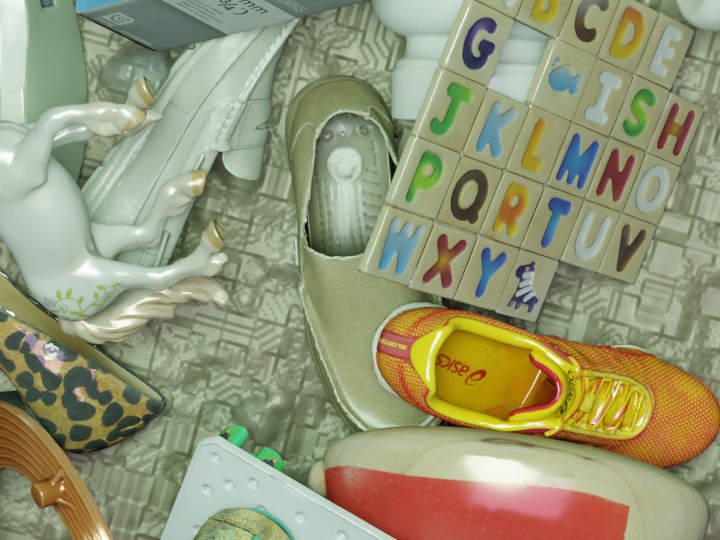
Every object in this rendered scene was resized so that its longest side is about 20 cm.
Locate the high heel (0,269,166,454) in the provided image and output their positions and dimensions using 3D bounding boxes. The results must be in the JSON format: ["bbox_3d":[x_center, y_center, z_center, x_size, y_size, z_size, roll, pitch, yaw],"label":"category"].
[{"bbox_3d":[-0.173,-0.002,1.066,0.142,0.071,0.200,0,110,7],"label":"high heel"}]

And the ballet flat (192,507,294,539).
[{"bbox_3d":[-0.088,0.195,1.021,0.071,0.071,0.200,26,129,-1],"label":"ballet flat"}]

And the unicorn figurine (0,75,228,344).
[{"bbox_3d":[-0.152,-0.041,1.002,0.137,0.074,0.200,-22,109,10],"label":"unicorn figurine"}]

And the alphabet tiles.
[{"bbox_3d":[0.095,-0.057,1.020,0.008,0.200,0.167,26,97,42],"label":"alphabet tiles"}]

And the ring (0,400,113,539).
[{"bbox_3d":[-0.159,0.161,1.030,0.019,0.200,0.201,-19,94,-30],"label":"ring"}]

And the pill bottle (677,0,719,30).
[{"bbox_3d":[0.260,-0.169,1.015,0.200,0.113,0.113,2,94,-7],"label":"pill bottle"}]

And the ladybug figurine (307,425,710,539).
[{"bbox_3d":[0.071,0.127,1.039,0.200,0.136,0.072,8,70,7],"label":"ladybug figurine"}]

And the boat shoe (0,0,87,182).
[{"bbox_3d":[-0.190,-0.126,1.070,0.071,0.070,0.201,-5,96,22],"label":"boat shoe"}]

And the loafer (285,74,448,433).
[{"bbox_3d":[0.000,0.000,1.068,0.076,0.067,0.200,-15,94,2],"label":"loafer"}]

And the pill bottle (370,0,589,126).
[{"bbox_3d":[0.062,-0.173,1.032,0.113,0.113,0.200,3,95,1],"label":"pill bottle"}]

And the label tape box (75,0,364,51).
[{"bbox_3d":[-0.036,-0.194,0.984,0.200,0.063,0.144,-8,68,37],"label":"label tape box"}]

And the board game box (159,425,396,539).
[{"bbox_3d":[-0.015,0.192,1.040,0.200,0.026,0.200,30,128,8],"label":"board game box"}]

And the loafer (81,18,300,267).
[{"bbox_3d":[-0.075,-0.074,1.068,0.070,0.070,0.200,37,102,-7],"label":"loafer"}]

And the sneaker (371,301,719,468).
[{"bbox_3d":[0.100,0.067,1.046,0.200,0.077,0.073,12,94,-26],"label":"sneaker"}]
